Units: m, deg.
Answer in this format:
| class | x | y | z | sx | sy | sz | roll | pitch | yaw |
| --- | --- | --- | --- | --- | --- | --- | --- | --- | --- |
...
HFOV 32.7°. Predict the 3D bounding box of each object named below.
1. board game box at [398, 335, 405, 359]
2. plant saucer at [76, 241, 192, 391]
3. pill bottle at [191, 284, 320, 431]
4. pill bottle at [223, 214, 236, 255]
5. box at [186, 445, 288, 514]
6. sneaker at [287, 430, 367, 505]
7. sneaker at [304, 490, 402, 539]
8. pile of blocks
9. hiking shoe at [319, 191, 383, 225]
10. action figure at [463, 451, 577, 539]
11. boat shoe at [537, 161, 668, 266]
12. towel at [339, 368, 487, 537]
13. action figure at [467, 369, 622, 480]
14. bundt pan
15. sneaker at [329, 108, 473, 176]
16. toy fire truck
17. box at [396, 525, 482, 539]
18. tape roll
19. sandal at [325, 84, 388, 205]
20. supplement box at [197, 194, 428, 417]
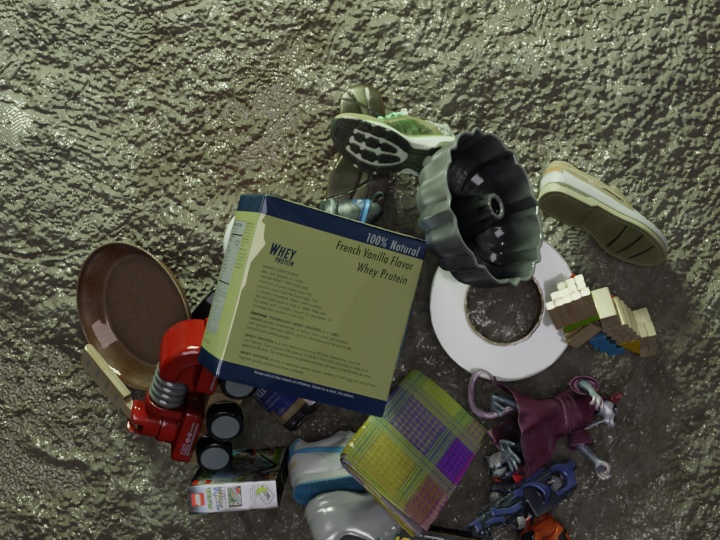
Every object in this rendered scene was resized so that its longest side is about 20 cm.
| class | x | y | z | sx | sy | sz | roll | pitch | yaw |
| --- | --- | --- | --- | --- | --- | --- | --- | --- | --- |
| board game box | 0.047 | 0.038 | 1.544 | 0.036 | 0.200 | 0.153 | 14 | 90 | 0 |
| plant saucer | -0.285 | 0.056 | 1.591 | 0.198 | 0.037 | 0.203 | 12 | 111 | 31 |
| pill bottle | -0.123 | 0.101 | 1.590 | 0.200 | 0.112 | 0.112 | 44 | 90 | 1 |
| pill bottle | -0.110 | -0.029 | 1.542 | 0.111 | 0.200 | 0.114 | 0 | 90 | 4 |
| box | -0.150 | 0.261 | 1.545 | 0.108 | 0.200 | 0.035 | -4 | 94 | 0 |
| sneaker | 0.003 | 0.248 | 1.604 | 0.197 | 0.077 | 0.081 | -2 | 48 | -16 |
| sneaker | 0.032 | 0.319 | 1.563 | 0.197 | 0.076 | 0.089 | -11 | 51 | -17 |
| pile of blocks | 0.307 | 0.058 | 1.593 | 0.199 | 0.063 | 0.082 | 28 | 127 | -35 |
| hiking shoe | 0.000 | 0.000 | 1.575 | 0.085 | 0.075 | 0.202 | -7 | 123 | 0 |
| action figure | 0.198 | 0.328 | 1.588 | 0.198 | 0.104 | 0.196 | -13 | 82 | -34 |
| boat shoe | 0.322 | -0.078 | 1.602 | 0.199 | 0.075 | 0.069 | 30 | 51 | -18 |
| towel | 0.069 | 0.227 | 1.571 | 0.143 | 0.023 | 0.200 | 42 | 48 | 1 |
| action figure | 0.254 | 0.193 | 1.596 | 0.198 | 0.149 | 0.136 | -13 | 120 | -31 |
| bundt pan | 0.141 | -0.069 | 1.530 | 0.075 | 0.201 | 0.204 | -20 | 90 | 40 |
| sneaker | 0.046 | -0.174 | 1.589 | 0.198 | 0.089 | 0.077 | 12 | 131 | -26 |
| toy fire truck | -0.238 | 0.131 | 1.498 | 0.197 | 0.129 | 0.178 | 12 | 120 | -16 |
| box | 0.052 | 0.413 | 1.621 | 0.197 | 0.049 | 0.162 | 10 | 88 | 1 |
| tape roll | 0.189 | 0.044 | 1.624 | 0.200 | 0.037 | 0.206 | 0 | 89 | 0 |
| sandal | -0.006 | -0.144 | 1.622 | 0.081 | 0.055 | 0.203 | 2 | 76 | -5 |
| supplement box | -0.057 | 0.036 | 1.379 | 0.198 | 0.134 | 0.202 | 15 | 89 | -18 |
